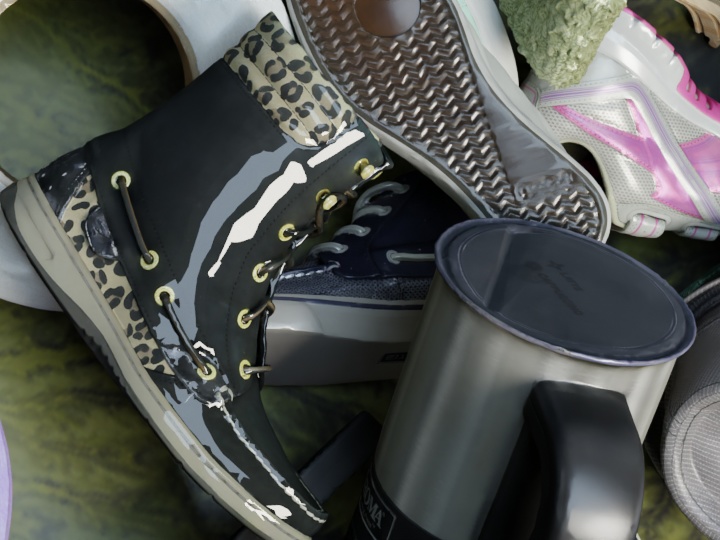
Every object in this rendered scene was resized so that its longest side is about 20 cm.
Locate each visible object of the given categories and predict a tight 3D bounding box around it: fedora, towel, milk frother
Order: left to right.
[{"bbox_3d":[0.093,-0.196,1.180,0.036,0.148,0.200,6,45,-24],"label":"towel"},{"bbox_3d":[0.110,0.102,1.101,0.200,0.181,0.188,0,122,-32],"label":"milk frother"},{"bbox_3d":[0.221,0.088,1.191,0.200,0.177,0.090,29,33,2],"label":"fedora"}]

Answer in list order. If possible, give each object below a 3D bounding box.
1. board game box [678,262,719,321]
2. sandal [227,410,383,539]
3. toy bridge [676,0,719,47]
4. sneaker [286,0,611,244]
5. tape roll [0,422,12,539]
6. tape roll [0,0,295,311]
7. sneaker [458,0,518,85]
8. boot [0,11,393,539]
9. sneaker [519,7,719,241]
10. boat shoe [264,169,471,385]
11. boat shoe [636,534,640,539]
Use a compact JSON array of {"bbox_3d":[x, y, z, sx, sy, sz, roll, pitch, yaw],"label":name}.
[{"bbox_3d":[0.251,0.064,1.240,0.200,0.135,0.028,44,35,-9],"label":"board game box"},{"bbox_3d":[-0.049,0.144,1.135,0.048,0.075,0.200,46,67,1],"label":"sandal"},{"bbox_3d":[0.162,-0.172,1.232,0.027,0.200,0.067,24,67,29],"label":"toy bridge"},{"bbox_3d":[0.034,-0.078,1.161,0.073,0.085,0.200,-38,92,2],"label":"sneaker"},{"bbox_3d":[-0.254,0.097,1.074,0.200,0.066,0.200,4,80,-20],"label":"tape roll"},{"bbox_3d":[-0.128,-0.081,1.135,0.203,0.037,0.203,-2,99,-10],"label":"tape roll"},{"bbox_3d":[-0.019,-0.132,1.202,0.118,0.074,0.200,-39,91,-22],"label":"sneaker"},{"bbox_3d":[-0.041,0.004,1.089,0.154,0.073,0.204,-38,87,0],"label":"boot"},{"bbox_3d":[0.148,-0.053,1.249,0.200,0.081,0.088,39,93,-22],"label":"sneaker"},{"bbox_3d":[0.000,0.000,1.193,0.200,0.075,0.093,2,67,-23],"label":"boat shoe"},{"bbox_3d":[0.128,0.201,1.202,0.075,0.062,0.200,-8,82,-20],"label":"boat shoe"}]
